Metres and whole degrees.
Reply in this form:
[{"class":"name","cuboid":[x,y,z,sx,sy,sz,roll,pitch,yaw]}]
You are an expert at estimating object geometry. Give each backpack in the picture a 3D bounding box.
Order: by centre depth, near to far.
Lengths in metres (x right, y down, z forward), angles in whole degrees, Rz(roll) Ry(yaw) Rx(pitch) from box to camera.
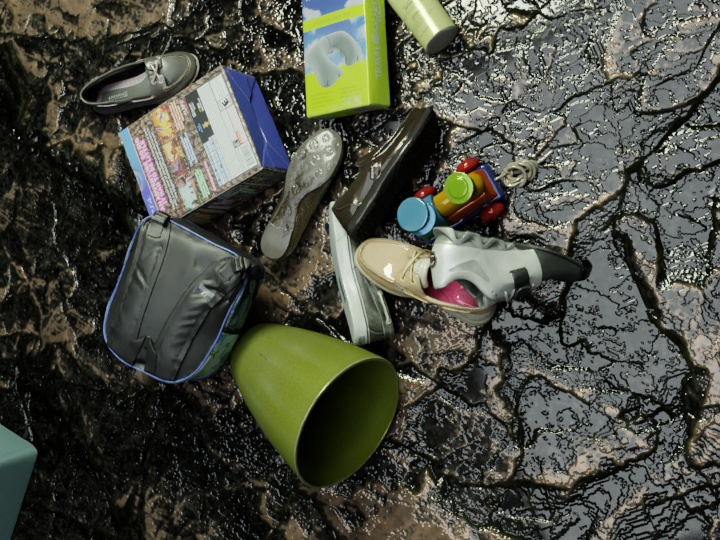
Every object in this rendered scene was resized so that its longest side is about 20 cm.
[{"class":"backpack","cuboid":[-0.237,0.046,1.226,0.181,0.147,0.202,26,92,13]}]

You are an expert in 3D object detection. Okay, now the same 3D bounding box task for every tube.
[{"class":"tube","cuboid":[0.054,-0.379,1.197,0.058,0.052,0.201,-29,73,-8]}]

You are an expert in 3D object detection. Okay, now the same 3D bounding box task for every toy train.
[{"class":"toy train","cuboid":[0.142,-0.105,1.124,0.199,0.115,0.085,-33,79,21]}]

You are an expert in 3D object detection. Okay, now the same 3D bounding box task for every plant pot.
[{"class":"plant pot","cuboid":[-0.081,0.155,1.208,0.199,0.186,0.189,31,103,37]},{"class":"plant pot","cuboid":[-0.685,0.350,1.452,0.194,0.199,0.198,25,100,21]}]

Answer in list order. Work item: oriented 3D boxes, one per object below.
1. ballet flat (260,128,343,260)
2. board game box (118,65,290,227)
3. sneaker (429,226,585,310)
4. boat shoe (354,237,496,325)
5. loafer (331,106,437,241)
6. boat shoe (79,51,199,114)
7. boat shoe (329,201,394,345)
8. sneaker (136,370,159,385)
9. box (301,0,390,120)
[{"class":"ballet flat","cuboid":[-0.080,-0.105,1.266,0.067,0.046,0.202,28,97,17]},{"class":"board game box","cuboid":[-0.222,-0.168,1.294,0.198,0.097,0.161,-26,81,22]},{"class":"sneaker","cuboid":[0.176,0.008,1.099,0.197,0.074,0.090,10,85,-10]},{"class":"boat shoe","cuboid":[0.085,0.004,1.154,0.198,0.069,0.075,22,75,7]},{"class":"loafer","cuboid":[0.027,-0.138,1.181,0.071,0.073,0.201,34,86,23]},{"class":"boat shoe","cuboid":[-0.337,-0.283,1.364,0.198,0.057,0.068,-14,85,23]},{"class":"boat shoe","cuboid":[0.000,0.000,1.222,0.063,0.071,0.203,-11,77,-9]},{"class":"sneaker","cuboid":[-0.267,0.092,1.333,0.075,0.070,0.202,29,103,19]},{"class":"box","cuboid":[-0.022,-0.314,1.214,0.121,0.047,0.203,-3,91,43]}]
